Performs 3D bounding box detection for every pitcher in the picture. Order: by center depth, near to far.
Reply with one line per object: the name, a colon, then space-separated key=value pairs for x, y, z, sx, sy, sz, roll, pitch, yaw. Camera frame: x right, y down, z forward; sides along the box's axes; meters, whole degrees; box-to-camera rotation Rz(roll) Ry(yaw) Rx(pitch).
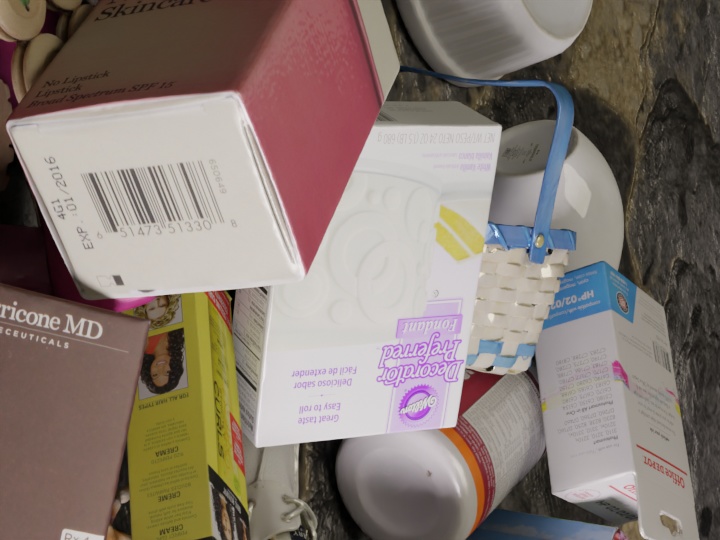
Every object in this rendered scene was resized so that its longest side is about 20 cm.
pitcher: x=0.149 y=0.000 z=1.283 sx=0.172 sy=0.120 sz=0.201 roll=-63 pitch=144 yaw=-48

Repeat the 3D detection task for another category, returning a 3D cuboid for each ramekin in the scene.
ramekin: x=0.111 y=-0.252 z=1.285 sx=0.202 sy=0.094 sz=0.205 roll=10 pitch=77 yaw=-54

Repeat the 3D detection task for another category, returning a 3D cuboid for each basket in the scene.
basket: x=0.060 y=-0.038 z=1.121 sx=0.138 sy=0.175 sz=0.202 roll=-2 pitch=101 yaw=-45

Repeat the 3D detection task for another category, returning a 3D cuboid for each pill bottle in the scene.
pill bottle: x=0.075 y=0.115 z=1.169 sx=0.200 sy=0.109 sz=0.111 roll=-35 pitch=114 yaw=-52

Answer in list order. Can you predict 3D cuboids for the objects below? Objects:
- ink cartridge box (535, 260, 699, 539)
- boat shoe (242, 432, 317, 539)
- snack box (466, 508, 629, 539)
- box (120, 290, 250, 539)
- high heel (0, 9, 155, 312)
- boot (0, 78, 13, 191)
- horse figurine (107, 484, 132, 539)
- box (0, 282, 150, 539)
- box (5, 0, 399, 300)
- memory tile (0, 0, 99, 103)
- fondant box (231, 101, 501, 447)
ink cartridge box: x=0.183 y=0.110 z=1.164 sx=0.115 sy=0.067 sz=0.202 roll=30 pitch=48 yaw=-51
boat shoe: x=-0.057 y=0.165 z=1.004 sx=0.071 sy=0.069 sz=0.202 roll=38 pitch=56 yaw=-46
snack box: x=0.153 y=0.251 z=1.206 sx=0.200 sy=0.168 sz=0.068 roll=45 pitch=59 yaw=-41
box: x=-0.098 y=0.087 z=0.906 sx=0.075 sy=0.050 sz=0.201 roll=63 pitch=15 yaw=-54
high heel: x=-0.152 y=-0.078 z=0.874 sx=0.067 sy=0.095 sz=0.202 roll=-24 pitch=117 yaw=-89
boot: x=-0.235 y=-0.129 z=0.794 sx=0.107 sy=0.075 sz=0.202 roll=-12 pitch=96 yaw=-50
horse figurine: x=-0.161 y=0.111 z=0.883 sx=0.132 sy=0.050 sz=0.202 roll=-21 pitch=100 yaw=-62
box: x=-0.176 y=0.112 z=0.793 sx=0.099 sy=0.075 sz=0.202 roll=14 pitch=77 yaw=-23
box: x=-0.072 y=-0.090 z=0.827 sx=0.201 sy=0.127 sz=0.110 roll=-69 pitch=147 yaw=-50
memory tile: x=-0.150 y=-0.170 z=0.857 sx=0.200 sy=0.017 sz=0.155 roll=-58 pitch=133 yaw=-59
fondant box: x=0.000 y=0.000 z=0.984 sx=0.143 sy=0.058 sz=0.202 roll=-3 pitch=112 yaw=-28
